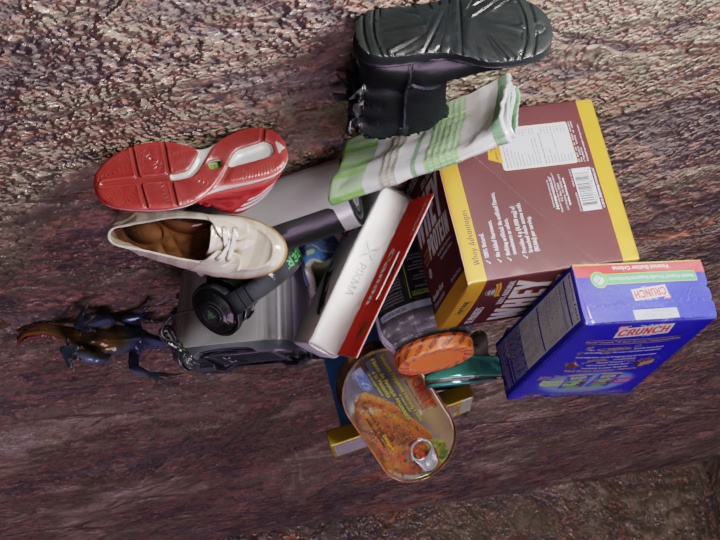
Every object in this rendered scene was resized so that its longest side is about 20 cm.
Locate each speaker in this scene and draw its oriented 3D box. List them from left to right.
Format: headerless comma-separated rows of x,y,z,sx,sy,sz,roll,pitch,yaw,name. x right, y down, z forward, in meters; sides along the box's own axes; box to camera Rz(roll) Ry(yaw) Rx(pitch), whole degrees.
-0.099,-0.058,1.502,0.197,0.082,0.081,-17,160,11,speaker

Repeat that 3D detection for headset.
-0.146,0.040,1.560,0.198,0.095,0.124,-28,-167,17,headset

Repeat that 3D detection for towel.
0.065,-0.135,1.368,0.198,0.031,0.150,-19,-158,17,towel

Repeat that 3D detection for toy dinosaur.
-0.315,0.076,1.785,0.198,0.107,0.181,19,-171,25,toy dinosaur

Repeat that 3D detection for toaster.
-0.138,0.051,1.665,0.197,0.131,0.114,-7,164,20,toaster

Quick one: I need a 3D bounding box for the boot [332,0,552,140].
0.074,-0.186,1.282,0.195,0.074,0.163,-5,158,-5,boot

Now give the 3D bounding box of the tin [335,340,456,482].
0.045,0.176,1.697,0.111,0.042,0.201,-33,116,-4,tin

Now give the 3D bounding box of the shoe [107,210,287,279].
-0.177,-0.028,1.451,0.197,0.071,0.053,9,-170,8,shoe

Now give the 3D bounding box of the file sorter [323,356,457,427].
0.033,0.095,1.829,0.121,0.203,0.138,-1,158,-37,file sorter

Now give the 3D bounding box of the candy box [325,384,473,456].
0.052,0.199,1.789,0.197,0.027,0.102,-18,162,-3,candy box

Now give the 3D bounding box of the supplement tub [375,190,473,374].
0.068,0.015,1.631,0.121,0.203,0.123,-11,160,-4,supplement tub

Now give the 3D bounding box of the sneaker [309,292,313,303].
-0.081,0.024,1.745,0.087,0.077,0.200,5,150,-27,sneaker

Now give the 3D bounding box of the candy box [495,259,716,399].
0.265,0.068,1.486,0.167,0.078,0.200,-1,153,-23,candy box

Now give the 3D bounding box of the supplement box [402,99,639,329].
0.170,-0.062,1.494,0.197,0.200,0.133,-7,159,-15,supplement box

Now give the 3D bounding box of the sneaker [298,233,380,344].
-0.029,0.030,1.650,0.075,0.078,0.201,-21,123,16,sneaker

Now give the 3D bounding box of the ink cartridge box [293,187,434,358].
0.000,0.000,1.500,0.043,0.202,0.173,27,171,-10,ink cartridge box

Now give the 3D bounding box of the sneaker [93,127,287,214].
-0.174,-0.080,1.397,0.197,0.079,0.116,-8,159,-11,sneaker

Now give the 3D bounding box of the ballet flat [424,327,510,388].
0.170,0.108,1.686,0.197,0.072,0.067,-1,176,-16,ballet flat
